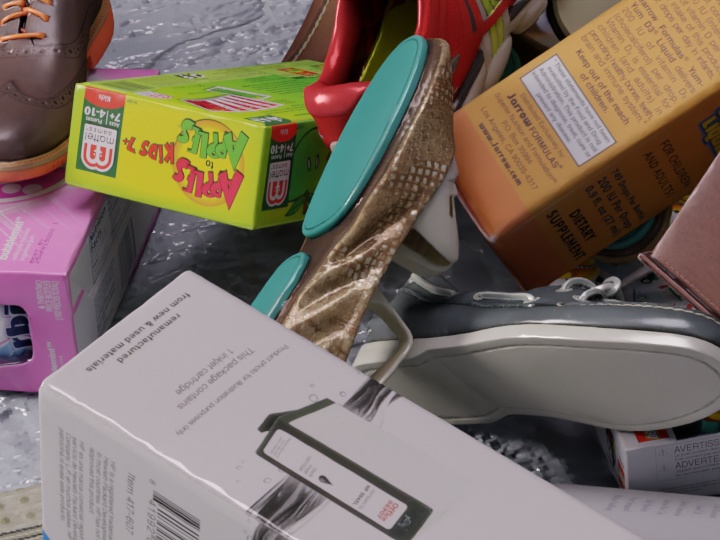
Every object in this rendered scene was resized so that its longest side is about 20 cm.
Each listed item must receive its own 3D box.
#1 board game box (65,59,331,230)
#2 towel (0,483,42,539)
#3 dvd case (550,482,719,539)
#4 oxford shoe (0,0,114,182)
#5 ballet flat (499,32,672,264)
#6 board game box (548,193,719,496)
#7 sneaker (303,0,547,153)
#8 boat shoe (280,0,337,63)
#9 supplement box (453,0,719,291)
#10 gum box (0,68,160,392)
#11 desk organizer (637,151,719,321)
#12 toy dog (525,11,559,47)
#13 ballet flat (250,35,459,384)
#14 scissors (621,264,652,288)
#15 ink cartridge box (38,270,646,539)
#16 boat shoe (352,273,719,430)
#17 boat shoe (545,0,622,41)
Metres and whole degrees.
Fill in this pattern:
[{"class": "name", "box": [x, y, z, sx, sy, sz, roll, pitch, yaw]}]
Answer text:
[{"class": "board game box", "box": [-0.037, -0.061, 1.312, 0.101, 0.048, 0.200, 14, 14, 27]}, {"class": "towel", "box": [-0.060, 0.135, 1.098, 0.199, 0.035, 0.193, -12, 36, -15]}, {"class": "dvd case", "box": [0.118, 0.106, 1.065, 0.199, 0.018, 0.143, 5, 8, 12]}, {"class": "oxford shoe", "box": [-0.159, -0.107, 1.321, 0.071, 0.073, 0.200, -1, 32, 3]}, {"class": "ballet flat", "box": [0.080, -0.069, 1.290, 0.069, 0.063, 0.200, -43, 59, 3]}, {"class": "board game box", "box": [0.152, 0.024, 1.228, 0.126, 0.035, 0.200, -10, 32, -6]}, {"class": "sneaker", "box": [0.035, -0.131, 1.241, 0.077, 0.085, 0.200, 5, 61, 36]}, {"class": "boat shoe", "box": [0.008, -0.173, 1.439, 0.072, 0.200, 0.076, 35, 5, -5]}, {"class": "supplement box", "box": [0.131, -0.077, 1.199, 0.200, 0.067, 0.069, -35, 59, 4]}, {"class": "gum box", "box": [-0.166, -0.020, 1.316, 0.113, 0.066, 0.200, 2, 32, 9]}, {"class": "desk organizer", "box": [0.214, 0.025, 1.096, 0.200, 0.077, 0.072, 43, 27, 23]}, {"class": "toy dog", "box": [0.111, -0.161, 1.439, 0.193, 0.140, 0.200, -4, 31, 22]}, {"class": "ballet flat", "box": [0.000, 0.000, 1.154, 0.200, 0.065, 0.070, -60, 15, -14]}, {"class": "scissors", "box": [0.178, -0.034, 1.169, 0.200, 0.014, 0.073, -39, 29, 13]}, {"class": "ink cartridge box", "box": [-0.010, 0.115, 0.968, 0.200, 0.146, 0.084, 30, 47, 24]}, {"class": "boat shoe", "box": [0.077, 0.023, 1.151, 0.200, 0.073, 0.062, -5, 53, 49]}, {"class": "boat shoe", "box": [0.168, -0.090, 1.312, 0.201, 0.074, 0.063, 19, -13, -21]}]
